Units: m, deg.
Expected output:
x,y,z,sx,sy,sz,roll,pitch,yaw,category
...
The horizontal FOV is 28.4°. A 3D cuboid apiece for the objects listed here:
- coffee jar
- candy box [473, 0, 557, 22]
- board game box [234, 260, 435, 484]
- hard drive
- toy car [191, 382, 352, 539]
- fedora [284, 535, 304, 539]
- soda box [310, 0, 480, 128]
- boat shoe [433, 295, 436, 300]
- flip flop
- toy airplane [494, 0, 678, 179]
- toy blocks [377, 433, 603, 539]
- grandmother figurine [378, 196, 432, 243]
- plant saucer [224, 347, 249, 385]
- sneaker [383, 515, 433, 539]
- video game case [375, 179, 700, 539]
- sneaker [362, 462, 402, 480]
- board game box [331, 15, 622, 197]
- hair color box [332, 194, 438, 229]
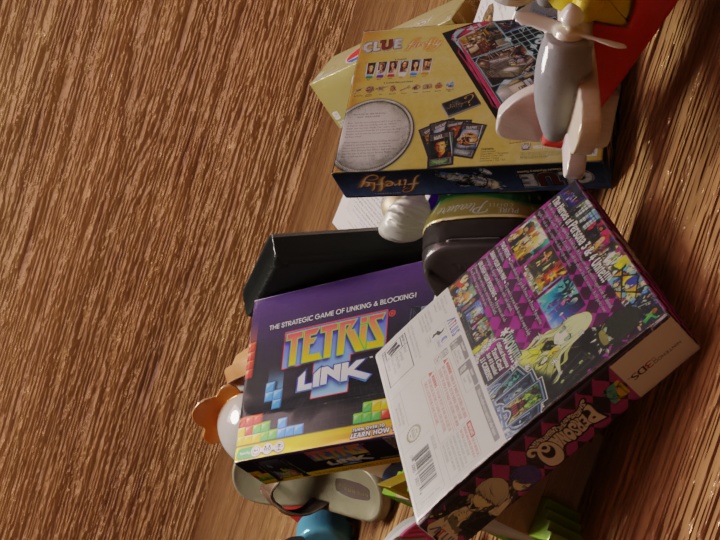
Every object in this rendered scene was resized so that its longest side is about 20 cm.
x,y,z,sx,sy,sz,roll,pitch,yaw,category
0.108,-0.069,1.072,0.085,0.104,0.200,56,-141,-51,coffee jar
0.134,-0.179,1.228,0.168,0.071,0.200,-88,16,-60,candy box
-0.006,0.088,1.234,0.200,0.057,0.166,-14,55,27,board game box
0.000,0.000,1.325,0.140,0.200,0.033,124,138,-62,hard drive
-0.087,0.185,1.526,0.184,0.200,0.177,-85,15,-55,toy car
-0.055,0.359,1.353,0.201,0.091,0.201,-164,90,-81,fedora
0.047,-0.222,1.513,0.200,0.064,0.068,-19,25,38,soda box
0.094,0.018,1.135,0.060,0.072,0.202,-8,56,57,boat shoe
-0.056,0.213,1.400,0.058,0.200,0.081,-26,-65,-46,flip flop
0.133,-0.160,0.894,0.199,0.141,0.200,-69,14,-6,toy airplane
0.097,0.099,0.917,0.137,0.100,0.200,-66,18,-12,toy blocks
0.044,-0.111,1.280,0.121,0.060,0.200,79,-166,-58,grandmother figurine
-0.049,0.082,1.519,0.200,0.200,0.032,136,119,-73,plant saucer
0.021,0.270,1.072,0.088,0.081,0.200,-115,42,-75,sneaker
0.094,0.049,0.849,0.181,0.036,0.200,-43,22,12,video game case
0.010,0.111,1.326,0.200,0.115,0.081,-83,14,-47,sneaker
0.088,-0.121,1.037,0.035,0.200,0.136,58,-143,-53,board game box
0.050,-0.091,1.463,0.109,0.065,0.200,51,138,29,hair color box
